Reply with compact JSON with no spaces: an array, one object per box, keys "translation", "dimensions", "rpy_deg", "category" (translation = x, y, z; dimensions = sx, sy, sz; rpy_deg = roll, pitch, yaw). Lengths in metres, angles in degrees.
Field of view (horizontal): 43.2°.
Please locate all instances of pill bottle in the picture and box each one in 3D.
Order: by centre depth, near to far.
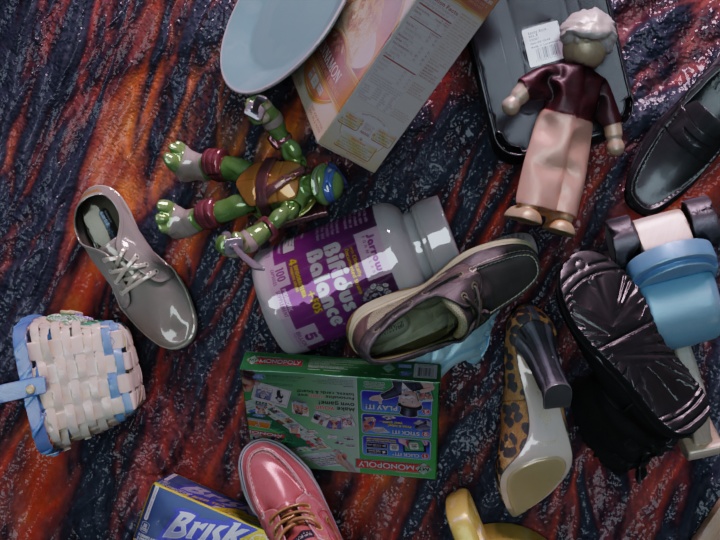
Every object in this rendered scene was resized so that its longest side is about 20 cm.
[{"translation":[0.000,0.000,0.910],"dimensions":[0.197,0.112,0.114],"rpy_deg":[-22,88,7],"category":"pill bottle"}]

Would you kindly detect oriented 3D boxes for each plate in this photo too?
[{"translation":[-0.067,-0.260,0.905],"dimensions":[0.025,0.200,0.202],"rpy_deg":[30,97,-39],"category":"plate"}]

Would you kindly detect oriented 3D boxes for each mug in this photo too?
[{"translation":[0.125,0.330,0.879],"dimensions":[0.185,0.153,0.151],"rpy_deg":[36,95,5],"category":"mug"}]

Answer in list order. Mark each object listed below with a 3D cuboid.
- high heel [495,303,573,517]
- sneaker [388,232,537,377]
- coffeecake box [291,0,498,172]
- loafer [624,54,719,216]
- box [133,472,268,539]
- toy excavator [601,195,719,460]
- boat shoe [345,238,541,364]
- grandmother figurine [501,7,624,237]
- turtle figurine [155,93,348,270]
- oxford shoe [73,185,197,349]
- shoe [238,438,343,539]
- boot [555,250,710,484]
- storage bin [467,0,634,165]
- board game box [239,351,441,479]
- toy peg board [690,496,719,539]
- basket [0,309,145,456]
[{"translation":[0.168,0.141,0.930],"dimensions":[0.070,0.144,0.203],"rpy_deg":[2,125,-8],"category":"high heel"},{"translation":[0.110,0.047,0.929],"dimensions":[0.199,0.074,0.082],"rpy_deg":[-40,116,1],"category":"sneaker"},{"translation":[0.025,-0.222,0.852],"dimensions":[0.072,0.155,0.201],"rpy_deg":[23,118,-31],"category":"coffeecake box"},{"translation":[0.329,-0.142,0.888],"dimensions":[0.068,0.070,0.202],"rpy_deg":[37,95,5],"category":"loafer"},{"translation":[-0.130,0.282,0.951],"dimensions":[0.197,0.070,0.065],"rpy_deg":[21,89,6],"category":"box"},{"translation":[0.303,0.062,0.872],"dimensions":[0.098,0.195,0.203],"rpy_deg":[-12,61,7],"category":"toy excavator"},{"translation":[0.084,0.037,0.843],"dimensions":[0.198,0.066,0.073],"rpy_deg":[-23,116,-5],"category":"boat shoe"},{"translation":[0.184,-0.140,0.824],"dimensions":[0.119,0.060,0.204],"rpy_deg":[16,90,-21],"category":"grandmother figurine"},{"translation":[-0.126,-0.092,0.886],"dimensions":[0.191,0.199,0.147],"rpy_deg":[-3,106,30],"category":"turtle figurine"},{"translation":[-0.244,-0.002,0.968],"dimensions":[0.075,0.058,0.202],"rpy_deg":[-32,89,4],"category":"oxford shoe"},{"translation":[-0.057,0.247,0.871],"dimensions":[0.071,0.091,0.202],"rpy_deg":[-30,76,-9],"category":"shoe"},{"translation":[0.235,0.096,0.861],"dimensions":[0.073,0.163,0.200],"rpy_deg":[-29,72,-15],"category":"boot"},{"translation":[0.177,-0.218,0.895],"dimensions":[0.133,0.094,0.204],"rpy_deg":[-14,88,7],"category":"storage bin"},{"translation":[-0.018,0.148,0.921],"dimensions":[0.196,0.029,0.136],"rpy_deg":[3,127,6],"category":"board game box"},{"translation":[0.394,0.360,0.875],"dimensions":[0.198,0.098,0.202],"rpy_deg":[33,94,5],"category":"toy peg board"},{"translation":[-0.325,0.116,0.925],"dimensions":[0.197,0.176,0.142],"rpy_deg":[-16,90,-12],"category":"basket"}]
